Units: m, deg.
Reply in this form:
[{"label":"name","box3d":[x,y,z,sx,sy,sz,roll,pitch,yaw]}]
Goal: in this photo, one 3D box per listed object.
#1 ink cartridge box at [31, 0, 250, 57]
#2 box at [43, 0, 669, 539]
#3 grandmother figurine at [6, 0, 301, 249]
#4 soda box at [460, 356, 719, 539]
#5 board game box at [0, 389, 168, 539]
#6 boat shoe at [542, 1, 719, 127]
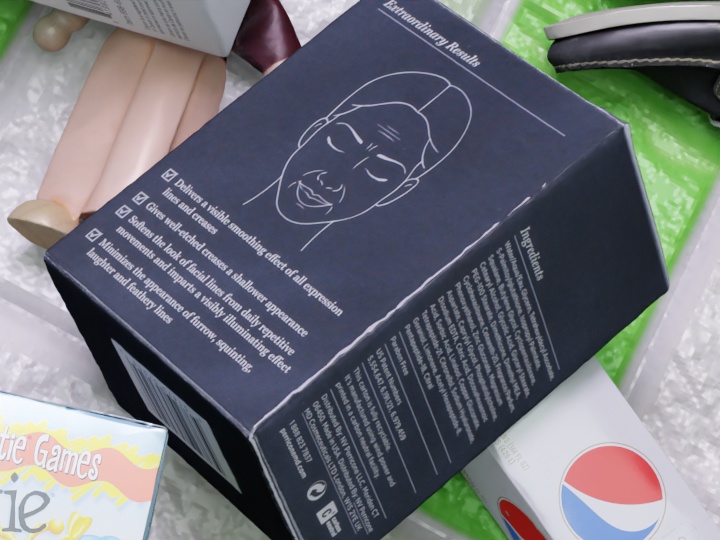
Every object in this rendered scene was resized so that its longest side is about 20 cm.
[{"label":"ink cartridge box","box3d":[-0.143,-0.177,1.159,0.199,0.144,0.084,17,73,15]},{"label":"box","box3d":[0.000,0.000,1.154,0.200,0.107,0.148,-39,49,-15]},{"label":"grandmother figurine","box3d":[-0.079,-0.098,1.224,0.121,0.061,0.201,21,77,-12]},{"label":"soda box","box3d":[0.117,0.126,1.193,0.064,0.068,0.200,-35,84,-14]},{"label":"board game box","box3d":[-0.141,0.117,1.087,0.104,0.200,0.104,13,74,-5]},{"label":"boat shoe","box3d":[0.180,-0.087,1.255,0.199,0.072,0.068,4,92,-5]}]
